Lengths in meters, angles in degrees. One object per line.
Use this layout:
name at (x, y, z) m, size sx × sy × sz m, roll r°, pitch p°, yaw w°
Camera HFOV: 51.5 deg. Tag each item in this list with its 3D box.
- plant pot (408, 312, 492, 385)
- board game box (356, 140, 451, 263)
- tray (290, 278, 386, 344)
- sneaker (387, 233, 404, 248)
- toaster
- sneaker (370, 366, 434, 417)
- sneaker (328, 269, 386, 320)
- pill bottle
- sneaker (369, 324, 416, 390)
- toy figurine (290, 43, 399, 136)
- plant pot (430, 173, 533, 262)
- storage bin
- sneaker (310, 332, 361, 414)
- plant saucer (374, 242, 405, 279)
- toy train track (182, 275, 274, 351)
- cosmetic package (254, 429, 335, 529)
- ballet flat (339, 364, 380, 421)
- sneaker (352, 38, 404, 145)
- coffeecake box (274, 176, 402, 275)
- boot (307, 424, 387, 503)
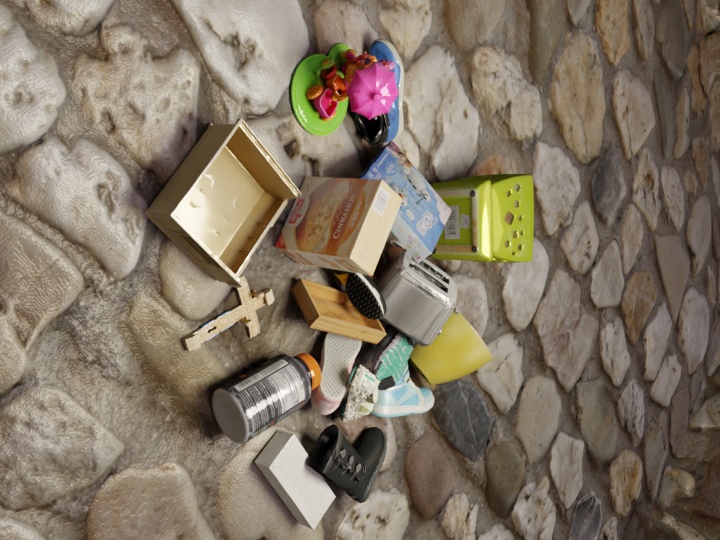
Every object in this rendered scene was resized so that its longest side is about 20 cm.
plant pot at (0.176, 0.170, 1.672) m, size 0.142 × 0.200 × 0.201 m, roll -40°, pitch 127°, yaw -6°
board game box at (0.088, -0.143, 1.494) m, size 0.199 × 0.043 × 0.201 m, roll 49°, pitch 32°, yaw -11°
tray at (-0.041, 0.083, 1.466) m, size 0.199 × 0.099 × 0.037 m, roll 19°, pitch 123°, yaw -47°
sneaker at (0.043, -0.069, 1.481) m, size 0.198 × 0.079 × 0.131 m, roll 37°, pitch 36°, yaw -28°
toaster at (0.106, 0.049, 1.533) m, size 0.199 × 0.130 × 0.114 m, roll 34°, pitch 29°, yaw -6°
sneaker at (0.101, 0.249, 1.661) m, size 0.198 × 0.079 × 0.133 m, roll 0°, pitch 98°, yaw -48°
sneaker at (0.000, 0.000, 1.479) m, size 0.201 × 0.070 × 0.090 m, roll 52°, pitch 47°, yaw -7°
pill bottle at (-0.162, 0.221, 1.350) m, size 0.199 × 0.105 × 0.108 m, roll -26°, pitch 115°, yaw -42°
sneaker at (0.052, 0.181, 1.567) m, size 0.200 × 0.087 × 0.075 m, roll -48°, pitch 122°, yaw -46°
toy figurine at (-0.002, -0.344, 1.374) m, size 0.201 × 0.182 × 0.151 m, roll -57°, pitch 132°, yaw -25°
plant pot at (0.261, -0.115, 1.687) m, size 0.180 × 0.197 × 0.204 m, roll -7°, pitch 98°, yaw -44°
storage bin at (-0.220, -0.108, 1.241) m, size 0.199 × 0.093 × 0.202 m, roll 50°, pitch 60°, yaw -39°
sneaker at (-0.054, 0.198, 1.498) m, size 0.105 × 0.074 × 0.202 m, roll 114°, pitch -6°, yaw -48°
plant saucer at (0.092, -0.065, 1.633) m, size 0.199 × 0.034 × 0.204 m, roll -9°, pitch 103°, yaw -47°
toy train track at (-0.223, 0.086, 1.314) m, size 0.199 × 0.032 × 0.116 m, roll -32°, pitch 119°, yaw -39°
cosmetic package at (-0.126, 0.410, 1.459) m, size 0.083 × 0.050 × 0.202 m, roll -51°, pitch 130°, yaw -34°
ballet flat at (-0.001, 0.257, 1.483) m, size 0.072 × 0.071 × 0.201 m, roll -50°, pitch 167°, yaw -29°
sneaker at (0.032, -0.351, 1.487) m, size 0.111 × 0.076 × 0.203 m, roll -35°, pitch 127°, yaw -49°
coffeecake box at (-0.042, -0.086, 1.361) m, size 0.073 × 0.198 × 0.155 m, roll 36°, pitch 70°, yaw -44°
boot at (-0.023, 0.365, 1.528) m, size 0.200 × 0.065 × 0.167 m, roll 50°, pitch 46°, yaw -44°
